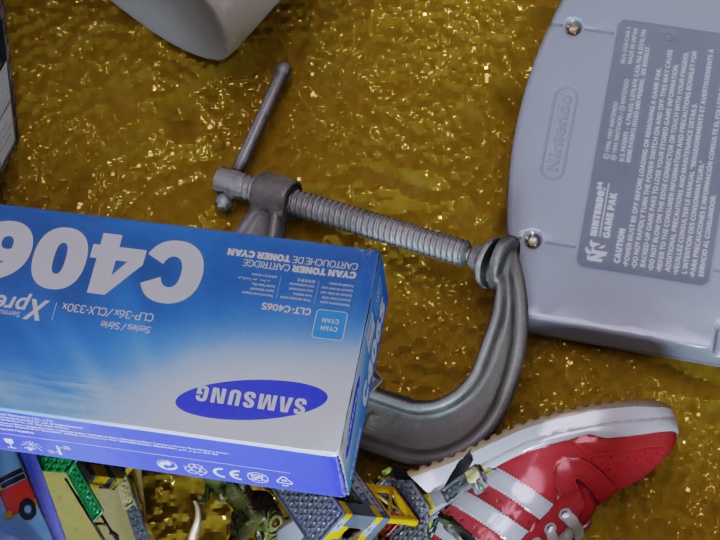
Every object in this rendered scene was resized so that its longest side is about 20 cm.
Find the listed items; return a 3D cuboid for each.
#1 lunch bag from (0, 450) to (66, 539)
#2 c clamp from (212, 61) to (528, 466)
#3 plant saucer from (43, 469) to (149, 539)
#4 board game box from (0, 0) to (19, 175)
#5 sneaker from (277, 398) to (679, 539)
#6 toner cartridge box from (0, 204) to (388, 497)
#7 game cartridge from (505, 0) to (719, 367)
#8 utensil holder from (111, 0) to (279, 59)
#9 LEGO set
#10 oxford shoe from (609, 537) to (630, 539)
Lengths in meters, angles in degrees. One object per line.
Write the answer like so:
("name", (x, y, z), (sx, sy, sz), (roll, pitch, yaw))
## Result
("lunch bag", (-0.230, 0.078, 0.968), (0.149, 0.094, 0.202), (-22, 75, 11))
("c clamp", (0.000, 0.000, 1.076), (0.199, 0.027, 0.172), (23, 79, 25))
("plant saucer", (-0.199, 0.111, 1.055), (0.198, 0.049, 0.202), (-10, 68, 2))
("board game box", (-0.233, -0.118, 1.038), (0.096, 0.202, 0.160), (1, 28, 5))
("sneaker", (0.065, 0.138, 1.010), (0.198, 0.071, 0.113), (-22, 64, 4))
("toner cartridge box", (-0.094, 0.029, 0.905), (0.198, 0.043, 0.096), (7, 62, 9))
("game cartridge", (0.142, -0.056, 1.099), (0.132, 0.041, 0.202), (11, 70, 5))
("utensil holder", (-0.064, -0.233, 1.114), (0.169, 0.170, 0.200), (35, 76, 16))
("LEGO set", (-0.041, 0.095, 0.980), (0.200, 0.115, 0.154), (44, 108, 34))
("oxford shoe", (0.071, 0.198, 0.962), (0.071, 0.071, 0.201), (34, 115, -6))
